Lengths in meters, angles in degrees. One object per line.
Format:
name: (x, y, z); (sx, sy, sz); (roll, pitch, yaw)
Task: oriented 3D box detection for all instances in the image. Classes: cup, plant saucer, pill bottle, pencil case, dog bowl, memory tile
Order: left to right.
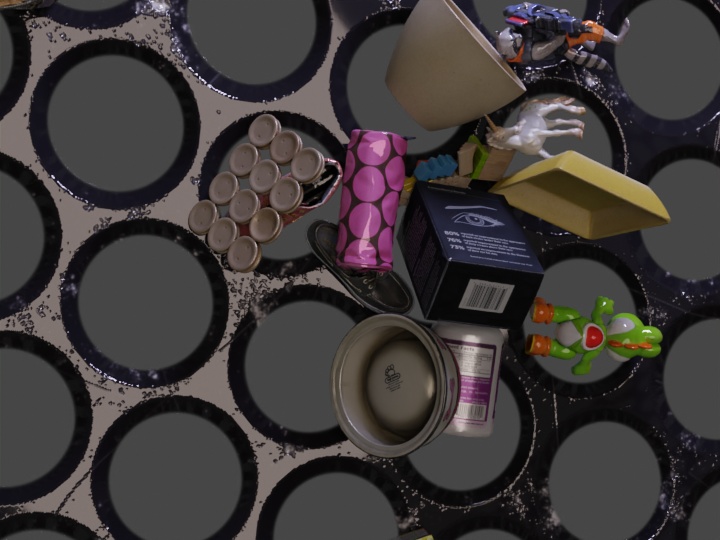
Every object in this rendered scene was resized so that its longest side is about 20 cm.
memory tile: (-0.146, -0.108, 1.440); (0.153, 0.017, 0.201); (38, 93, 34)
pencil case: (0.020, -0.095, 1.449); (0.093, 0.090, 0.202); (19, 79, -55)
dog bowl: (0.055, 0.162, 1.462); (0.073, 0.199, 0.202); (8, 88, -53)
cup: (0.118, -0.285, 1.478); (0.143, 0.200, 0.200); (-41, 98, 17)
pill bottle: (0.150, 0.135, 1.510); (0.111, 0.112, 0.202); (8, 88, -11)
plant saucer: (0.315, -0.112, 1.489); (0.198, 0.200, 0.049); (22, 76, -19)

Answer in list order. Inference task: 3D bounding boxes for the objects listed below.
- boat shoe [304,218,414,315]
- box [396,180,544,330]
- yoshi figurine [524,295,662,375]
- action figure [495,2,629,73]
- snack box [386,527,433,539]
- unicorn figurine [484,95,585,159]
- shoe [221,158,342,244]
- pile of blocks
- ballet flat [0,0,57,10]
boat shoe: (0.000, 0.000, 1.506); (0.199, 0.057, 0.069); (39, 83, -9)
box: (0.148, -0.023, 1.450); (0.146, 0.201, 0.105); (8, 124, -17)
yoshi figurine: (0.353, 0.097, 1.575); (0.198, 0.113, 0.113); (7, 48, 2)
action figure: (0.291, -0.333, 1.509); (0.191, 0.200, 0.106); (-5, 111, -11)
snack box: (0.061, 0.500, 1.522); (0.141, 0.053, 0.202); (-16, 93, -10)
unicorn figurine: (0.256, -0.204, 1.506); (0.136, 0.200, 0.075); (7, 111, 11)
shoe: (-0.114, -0.096, 1.465); (0.199, 0.091, 0.072); (-33, 96, -10)
pile of blocks: (0.126, -0.158, 1.523); (0.198, 0.062, 0.083); (-18, 138, -13)
ballet flat: (-0.507, -0.382, 1.397); (0.198, 0.072, 0.073); (-11, 92, -11)
